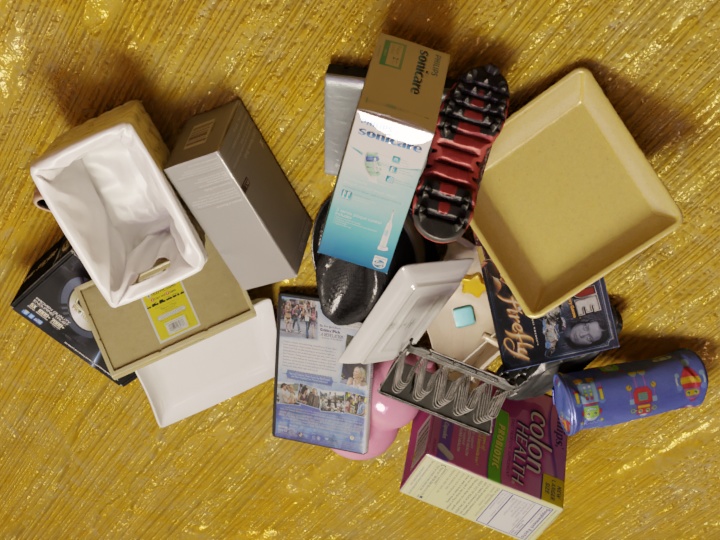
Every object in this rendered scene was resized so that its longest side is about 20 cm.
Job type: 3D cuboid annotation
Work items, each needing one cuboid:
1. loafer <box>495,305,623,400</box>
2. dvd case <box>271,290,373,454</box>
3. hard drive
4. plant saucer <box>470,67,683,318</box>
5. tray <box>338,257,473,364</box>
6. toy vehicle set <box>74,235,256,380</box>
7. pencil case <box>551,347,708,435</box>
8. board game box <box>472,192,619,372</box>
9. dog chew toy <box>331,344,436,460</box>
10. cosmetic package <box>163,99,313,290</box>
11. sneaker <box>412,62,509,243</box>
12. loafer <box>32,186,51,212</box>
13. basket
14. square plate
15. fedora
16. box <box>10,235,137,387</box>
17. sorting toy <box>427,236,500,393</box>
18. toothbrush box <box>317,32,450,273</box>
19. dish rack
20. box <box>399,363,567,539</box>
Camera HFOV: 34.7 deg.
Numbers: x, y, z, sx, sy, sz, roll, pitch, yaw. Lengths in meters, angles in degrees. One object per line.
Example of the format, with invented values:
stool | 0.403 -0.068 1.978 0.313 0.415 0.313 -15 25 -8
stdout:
loafer | 0.262 0.106 1.494 0.070 0.069 0.200 13 138 -43
dvd case | -0.050 0.134 1.534 0.141 0.018 0.203 7 100 24
hard drive | 0.058 -0.159 1.315 0.197 0.033 0.141 8 133 7
plant saucer | 0.219 -0.083 1.262 0.199 0.048 0.201 -34 83 18
tray | 0.056 0.057 1.389 0.106 0.022 0.201 -5 146 -32
toy vehicle set | -0.246 0.040 1.462 0.198 0.125 0.027 -23 170 -9
pencil case | 0.339 0.151 1.459 0.197 0.087 0.079 -11 104 -10
board game box | 0.206 0.003 1.315 0.134 0.203 0.035 -13 174 5
dog chew toy | 0.028 0.171 1.573 0.124 0.125 0.200 35 123 -19
cosmetic package | -0.142 -0.086 1.384 0.089 0.108 0.201 -16 128 25
sneaker | 0.104 -0.121 1.232 0.070 0.203 0.098 18 171 1
loafer | -0.321 -0.068 1.475 0.198 0.063 0.072 23 134 -7
basket | -0.279 -0.084 1.370 0.134 0.124 0.202 -23 114 6
square plate | -0.203 0.121 1.564 0.196 0.029 0.201 -24 148 -12
fedora | 0.000 0.000 1.400 0.199 0.092 0.203 16 124 25
box | -0.343 0.043 1.568 0.200 0.087 0.163 40 128 -22
sorting toy | 0.133 0.025 1.430 0.179 0.107 0.200 36 136 -6
toothbrush box | 0.025 -0.124 1.232 0.084 0.147 0.201 17 135 -2
dish rack | 0.105 0.138 1.370 0.152 0.055 0.200 20 167 0
box | 0.170 0.239 1.554 0.198 0.177 0.097 23 134 -8
